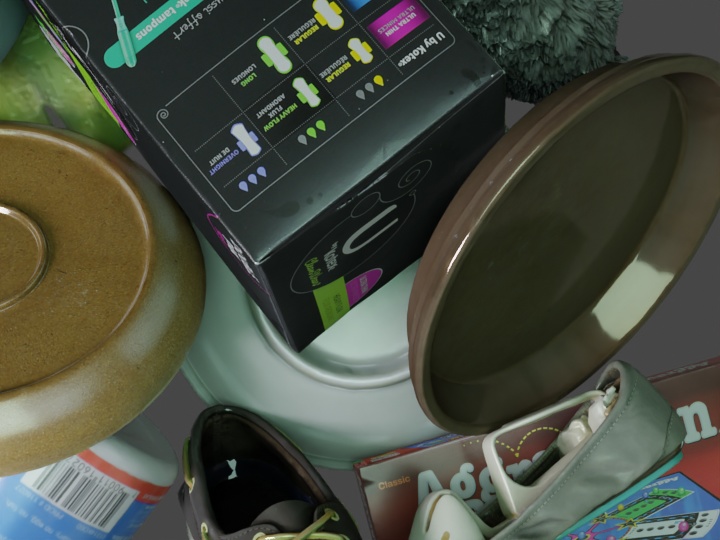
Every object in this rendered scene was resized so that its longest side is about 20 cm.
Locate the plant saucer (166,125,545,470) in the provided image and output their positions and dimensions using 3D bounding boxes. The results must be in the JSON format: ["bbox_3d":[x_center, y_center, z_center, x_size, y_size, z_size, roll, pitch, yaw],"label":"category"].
[{"bbox_3d":[0.000,0.000,0.783,0.200,0.050,0.200,0,94,-4],"label":"plant saucer"}]

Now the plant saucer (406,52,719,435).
[{"bbox_3d":[0.092,-0.013,0.726,0.029,0.200,0.200,41,92,30],"label":"plant saucer"}]

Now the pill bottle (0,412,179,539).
[{"bbox_3d":[-0.184,0.135,0.753,0.112,0.112,0.200,39,92,-5],"label":"pill bottle"}]

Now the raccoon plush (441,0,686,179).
[{"bbox_3d":[0.095,-0.118,0.735,0.200,0.134,0.097,25,93,-4],"label":"raccoon plush"}]

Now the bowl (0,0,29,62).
[{"bbox_3d":[-0.230,-0.164,0.698,0.201,0.105,0.201,5,76,-19],"label":"bowl"}]

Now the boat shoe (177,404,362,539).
[{"bbox_3d":[-0.034,0.125,0.713,0.072,0.201,0.061,-15,116,-19],"label":"boat shoe"}]

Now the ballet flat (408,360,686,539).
[{"bbox_3d":[0.061,0.112,0.747,0.200,0.067,0.064,-37,93,-19],"label":"ballet flat"}]

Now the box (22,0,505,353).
[{"bbox_3d":[-0.047,-0.091,0.691,0.124,0.149,0.200,-39,76,-6],"label":"box"}]

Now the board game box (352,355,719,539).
[{"bbox_3d":[0.105,0.115,0.800,0.200,0.019,0.103,-15,94,-9],"label":"board game box"}]

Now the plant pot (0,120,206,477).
[{"bbox_3d":[-0.168,0.001,0.720,0.200,0.027,0.200,2,50,-2],"label":"plant pot"}]
